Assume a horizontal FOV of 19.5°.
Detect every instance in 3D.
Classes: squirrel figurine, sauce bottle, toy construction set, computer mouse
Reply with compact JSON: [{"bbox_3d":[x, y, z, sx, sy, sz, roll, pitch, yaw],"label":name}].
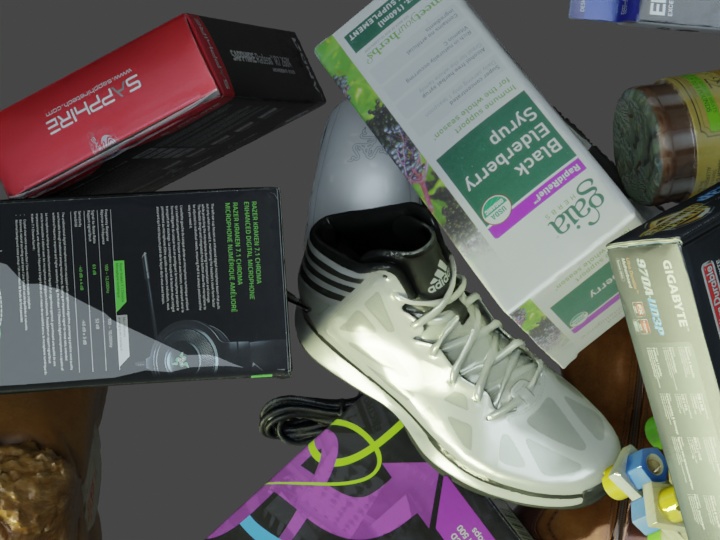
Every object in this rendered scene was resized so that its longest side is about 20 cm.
[{"bbox_3d":[-0.242,0.120,1.148,0.186,0.200,0.142,3,100,2],"label":"squirrel figurine"},{"bbox_3d":[0.228,-0.077,1.060,0.200,0.065,0.065,-11,90,-16],"label":"sauce bottle"},{"bbox_3d":[0.212,0.126,1.064,0.092,0.131,0.200,-18,128,39],"label":"toy construction set"},{"bbox_3d":[0.000,0.000,1.163,0.109,0.044,0.201,2,93,15],"label":"computer mouse"}]

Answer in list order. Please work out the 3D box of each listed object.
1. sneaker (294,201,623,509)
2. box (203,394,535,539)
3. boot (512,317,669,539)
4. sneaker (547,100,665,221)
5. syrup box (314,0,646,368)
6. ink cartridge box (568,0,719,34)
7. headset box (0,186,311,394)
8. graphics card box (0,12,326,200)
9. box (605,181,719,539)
[{"bbox_3d":[0.046,0.040,1.058,0.200,0.115,0.076,32,64,19],"label":"sneaker"},{"bbox_3d":[-0.011,0.171,1.118,0.200,0.036,0.143,-44,63,10],"label":"box"},{"bbox_3d":[0.107,0.088,1.130,0.188,0.068,0.201,2,91,17],"label":"boot"},{"bbox_3d":[0.127,-0.008,1.095,0.080,0.074,0.200,-45,56,1],"label":"sneaker"},{"bbox_3d":[0.068,-0.056,1.053,0.079,0.081,0.200,-39,56,7],"label":"syrup box"},{"bbox_3d":[0.209,-0.173,1.107,0.200,0.039,0.100,6,95,14],"label":"ink cartridge box"},{"bbox_3d":[-0.125,0.014,1.054,0.199,0.174,0.093,-4,87,-6],"label":"headset box"},{"bbox_3d":[-0.103,-0.083,1.105,0.125,0.200,0.051,-27,86,15],"label":"graphics card box"},{"bbox_3d":[0.204,0.051,0.979,0.046,0.159,0.200,-4,107,49],"label":"box"}]
